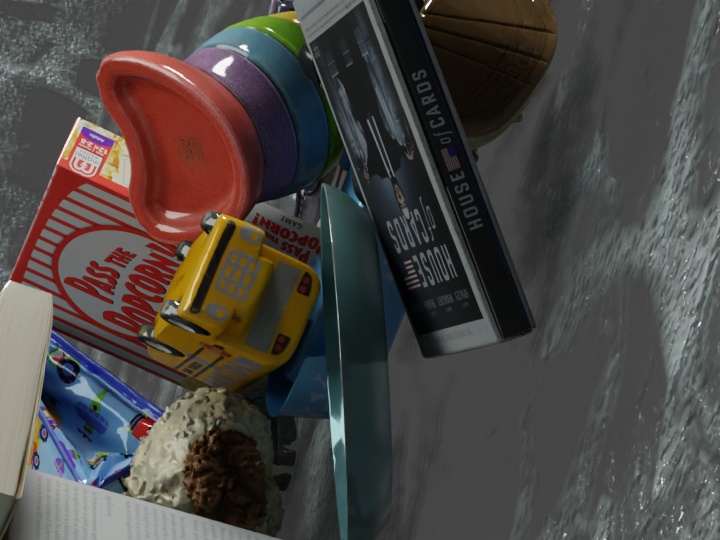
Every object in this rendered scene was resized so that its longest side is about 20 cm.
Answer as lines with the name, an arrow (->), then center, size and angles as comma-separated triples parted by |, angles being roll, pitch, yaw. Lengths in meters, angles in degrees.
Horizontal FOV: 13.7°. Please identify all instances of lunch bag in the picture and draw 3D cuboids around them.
lunch bag -> -0.193, 0.124, 1.891 | 0.200, 0.094, 0.151 | 42, 137, 38

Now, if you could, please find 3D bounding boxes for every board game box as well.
board game box -> -0.112, 0.004, 1.872 | 0.152, 0.200, 0.046 | 119, 174, -49

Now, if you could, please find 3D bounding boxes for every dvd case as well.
dvd case -> 0.024, -0.056, 1.483 | 0.150, 0.025, 0.200 | 159, 91, -77

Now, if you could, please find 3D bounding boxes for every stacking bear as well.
stacking bear -> -0.041, -0.108, 1.794 | 0.114, 0.200, 0.122 | 8, 120, 43

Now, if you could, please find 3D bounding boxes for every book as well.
book -> -0.208, 0.116, 1.575 | 0.200, 0.048, 0.134 | 116, 169, -47

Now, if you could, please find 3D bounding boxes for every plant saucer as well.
plant saucer -> -0.002, 0.053, 1.586 | 0.200, 0.027, 0.200 | 177, 90, -87

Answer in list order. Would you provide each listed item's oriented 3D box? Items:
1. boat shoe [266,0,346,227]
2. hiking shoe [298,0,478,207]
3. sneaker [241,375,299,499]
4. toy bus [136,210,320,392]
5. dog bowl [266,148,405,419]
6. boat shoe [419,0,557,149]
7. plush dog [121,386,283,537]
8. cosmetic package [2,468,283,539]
boat shoe -> -0.044, -0.084, 1.953 | 0.075, 0.093, 0.200 | -133, 60, -77
hiking shoe -> 0.014, -0.101, 1.650 | 0.101, 0.076, 0.200 | -11, 42, 28
sneaker -> -0.093, 0.137, 1.921 | 0.085, 0.074, 0.200 | -91, 20, -57
toy bus -> -0.076, 0.022, 1.710 | 0.065, 0.078, 0.200 | -66, 7, -12
dog bowl -> 0.000, 0.000, 1.735 | 0.112, 0.050, 0.200 | -97, 25, -63
boat shoe -> 0.065, -0.123, 1.567 | 0.200, 0.073, 0.063 | -70, -1, -45
plush dog -> -0.102, 0.148, 1.731 | 0.200, 0.160, 0.172 | -113, 42, -74
cosmetic package -> -0.099, 0.177, 1.569 | 0.101, 0.200, 0.071 | -102, 30, -68
